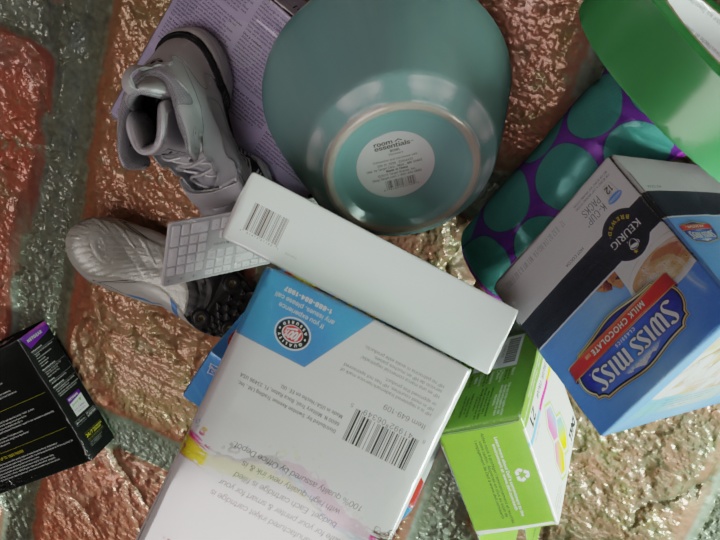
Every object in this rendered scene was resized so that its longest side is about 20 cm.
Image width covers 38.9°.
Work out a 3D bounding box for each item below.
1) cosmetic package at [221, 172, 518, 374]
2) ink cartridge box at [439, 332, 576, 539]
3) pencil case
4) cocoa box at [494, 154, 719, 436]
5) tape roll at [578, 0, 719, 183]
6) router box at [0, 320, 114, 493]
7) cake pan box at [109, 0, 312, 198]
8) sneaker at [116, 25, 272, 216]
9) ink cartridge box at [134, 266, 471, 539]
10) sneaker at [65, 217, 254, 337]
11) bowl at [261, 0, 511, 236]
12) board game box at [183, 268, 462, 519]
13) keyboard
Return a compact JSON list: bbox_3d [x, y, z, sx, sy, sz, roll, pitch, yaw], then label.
[{"bbox_3d":[0.000,0.000,0.727,0.198,0.151,0.052,27,87,-7],"label":"cosmetic package"},{"bbox_3d":[0.144,0.175,0.871,0.075,0.148,0.203,-15,109,24],"label":"ink cartridge box"},{"bbox_3d":[0.167,-0.064,0.786,0.093,0.085,0.201,46,122,13],"label":"pencil case"},{"bbox_3d":[0.221,0.015,0.717,0.134,0.198,0.132,-51,59,32],"label":"cocoa box"},{"bbox_3d":[0.232,-0.124,0.667,0.200,0.201,0.048,41,122,-3],"label":"tape roll"},{"bbox_3d":[-0.384,0.158,1.107,0.198,0.051,0.151,-22,103,27],"label":"router box"},{"bbox_3d":[-0.091,-0.145,0.862,0.199,0.052,0.185,38,123,0],"label":"cake pan box"},{"bbox_3d":[-0.132,-0.083,0.811,0.074,0.115,0.203,-7,112,22],"label":"sneaker"},{"bbox_3d":[-0.039,0.121,0.690,0.145,0.146,0.202,26,89,-1],"label":"ink cartridge box"},{"bbox_3d":[-0.182,0.004,0.965,0.197,0.072,0.073,25,92,-6],"label":"sneaker"},{"bbox_3d":[0.026,-0.104,0.761,0.197,0.106,0.203,-4,132,-5],"label":"bowl"},{"bbox_3d":[-0.018,0.093,0.859,0.195,0.200,0.056,37,124,-1],"label":"board game box"},{"bbox_3d":[-0.075,-0.030,0.840,0.011,0.198,0.057,43,130,33],"label":"keyboard"}]
